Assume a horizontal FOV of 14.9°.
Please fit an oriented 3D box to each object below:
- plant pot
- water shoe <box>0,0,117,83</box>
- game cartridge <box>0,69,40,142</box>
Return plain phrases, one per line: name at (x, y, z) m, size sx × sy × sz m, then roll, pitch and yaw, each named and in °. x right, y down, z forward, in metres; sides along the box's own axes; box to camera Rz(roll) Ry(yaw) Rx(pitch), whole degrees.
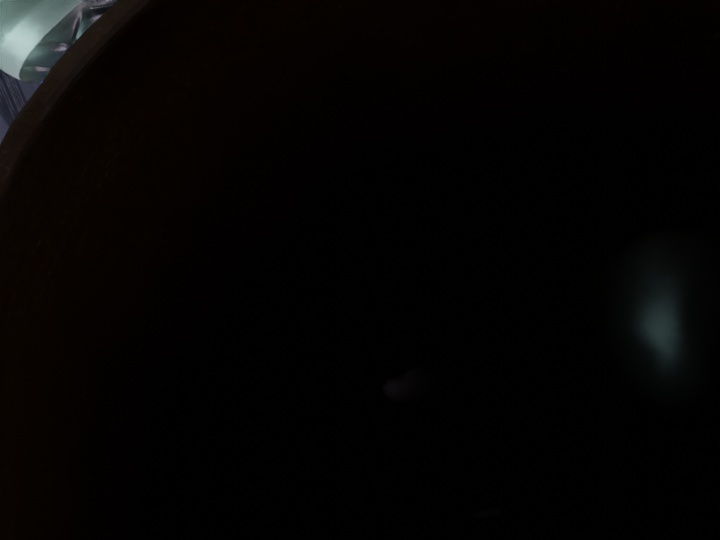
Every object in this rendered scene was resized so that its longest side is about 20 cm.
plant pot at (0.035, 0.054, 0.507) m, size 0.187 × 0.187 × 0.200 m, roll 22°, pitch 159°, yaw 15°
water shoe at (-0.082, -0.101, 0.696) m, size 0.079 × 0.071 × 0.200 m, roll 53°, pitch 180°, yaw -10°
game cartridge at (-0.116, -0.057, 0.730) m, size 0.133 × 0.040 × 0.200 m, roll 53°, pitch -174°, yaw -42°
